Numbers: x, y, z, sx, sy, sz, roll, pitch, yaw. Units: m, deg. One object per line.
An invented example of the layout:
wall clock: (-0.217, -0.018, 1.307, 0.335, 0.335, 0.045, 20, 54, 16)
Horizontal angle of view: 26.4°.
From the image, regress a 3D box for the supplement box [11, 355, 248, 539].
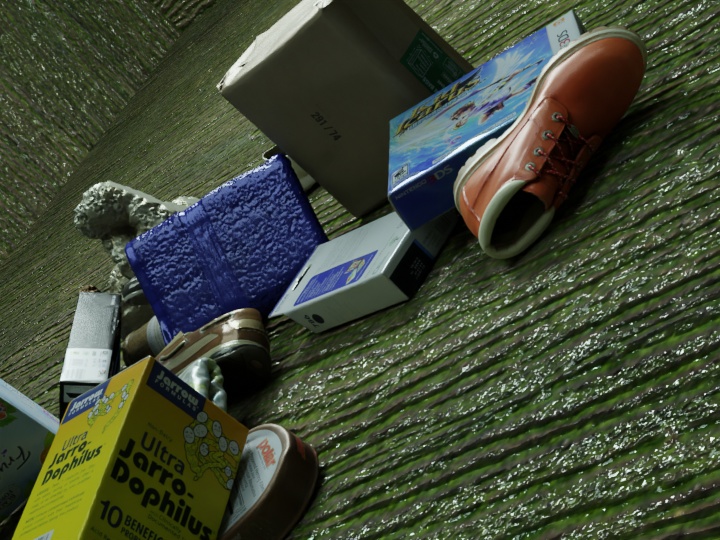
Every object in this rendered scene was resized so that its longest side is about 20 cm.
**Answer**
supplement box: (-0.177, 0.184, 1.142, 0.109, 0.109, 0.200, -29, 32, 37)

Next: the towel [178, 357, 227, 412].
towel: (-0.183, 0.189, 1.350, 0.171, 0.048, 0.200, -40, 28, 18)

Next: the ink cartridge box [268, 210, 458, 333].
ink cartridge box: (0.000, 0.000, 1.388, 0.200, 0.039, 0.099, -20, 32, 55)

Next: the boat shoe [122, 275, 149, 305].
boat shoe: (-0.177, -0.012, 1.660, 0.200, 0.057, 0.067, -18, -13, -34)

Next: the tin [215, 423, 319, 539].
tin: (-0.114, 0.202, 1.186, 0.200, 0.042, 0.112, -45, 29, 7)

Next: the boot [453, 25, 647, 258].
boot: (0.153, -0.094, 1.174, 0.200, 0.075, 0.107, -51, 18, 20)

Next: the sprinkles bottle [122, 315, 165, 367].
sprinkles bottle: (-0.176, 0.056, 1.647, 0.200, 0.068, 0.068, -34, 21, 40)

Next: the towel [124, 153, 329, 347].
towel: (-0.127, -0.011, 1.543, 0.200, 0.148, 0.050, -30, -21, 11)

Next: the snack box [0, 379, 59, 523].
snack box: (-0.456, 0.222, 1.764, 0.200, 0.169, 0.068, -42, 46, 1)

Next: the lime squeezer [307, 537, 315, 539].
lime squeezer: (-0.049, 0.230, 0.983, 0.071, 0.038, 0.200, -46, 16, 5)

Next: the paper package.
paper package: (-0.004, -0.178, 1.518, 0.191, 0.200, 0.103, -30, 23, 47)

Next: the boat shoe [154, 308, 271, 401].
boat shoe: (-0.160, 0.097, 1.482, 0.200, 0.076, 0.074, -26, 46, 32)

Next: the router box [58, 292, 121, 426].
router box: (-0.282, 0.132, 1.606, 0.200, 0.051, 0.149, -98, 13, -64)

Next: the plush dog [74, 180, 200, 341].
plush dog: (-0.233, 0.006, 1.770, 0.160, 0.200, 0.172, 29, 103, 40)

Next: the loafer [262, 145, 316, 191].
loafer: (-0.043, -0.155, 1.797, 0.200, 0.068, 0.076, -37, 19, 31)

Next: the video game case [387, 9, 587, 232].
video game case: (0.116, -0.133, 1.324, 0.200, 0.045, 0.181, -30, 20, 15)
